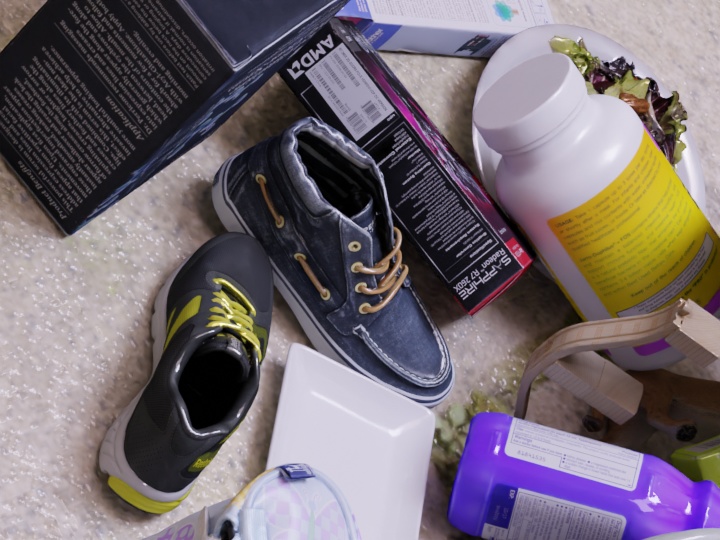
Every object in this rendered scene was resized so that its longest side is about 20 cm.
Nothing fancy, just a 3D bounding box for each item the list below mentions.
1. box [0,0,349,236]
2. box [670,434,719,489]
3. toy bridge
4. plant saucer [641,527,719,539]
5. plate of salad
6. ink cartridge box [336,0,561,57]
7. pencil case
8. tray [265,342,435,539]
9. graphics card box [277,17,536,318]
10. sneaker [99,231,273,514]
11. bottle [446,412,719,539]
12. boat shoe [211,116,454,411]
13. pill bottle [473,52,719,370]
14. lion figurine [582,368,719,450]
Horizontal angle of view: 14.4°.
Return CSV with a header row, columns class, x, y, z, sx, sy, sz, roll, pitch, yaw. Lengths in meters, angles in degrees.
class,x,y,z,sx,sy,sz,roll,pitch,yaw
box,-0.112,-0.135,1.642,0.107,0.200,0.148,51,46,0
box,0.280,0.189,1.769,0.121,0.048,0.201,-20,96,-14
toy bridge,0.138,0.064,1.709,0.067,0.200,0.027,34,49,-13
plant saucer,0.160,0.216,1.652,0.199,0.201,0.050,8,31,-34
plate of salad,0.161,-0.076,1.909,0.199,0.048,0.201,14,64,-30
ink cartridge box,0.036,-0.205,1.916,0.199,0.042,0.120,2,62,-40
pencil case,-0.086,0.167,1.470,0.090,0.200,0.084,-4,72,-43
tray,-0.016,0.146,1.661,0.107,0.022,0.201,28,49,-22
graphics card box,0.030,-0.067,1.774,0.200,0.051,0.125,51,9,2
sneaker,-0.080,0.050,1.629,0.074,0.085,0.201,33,47,-17
bottle,0.154,0.144,1.703,0.199,0.084,0.066,15,58,4
boat shoe,0.000,0.000,1.708,0.200,0.091,0.071,47,53,-11
pill bottle,0.154,-0.039,1.806,0.200,0.104,0.105,53,41,-26
lion figurine,0.221,0.096,1.843,0.199,0.073,0.123,20,27,-19
